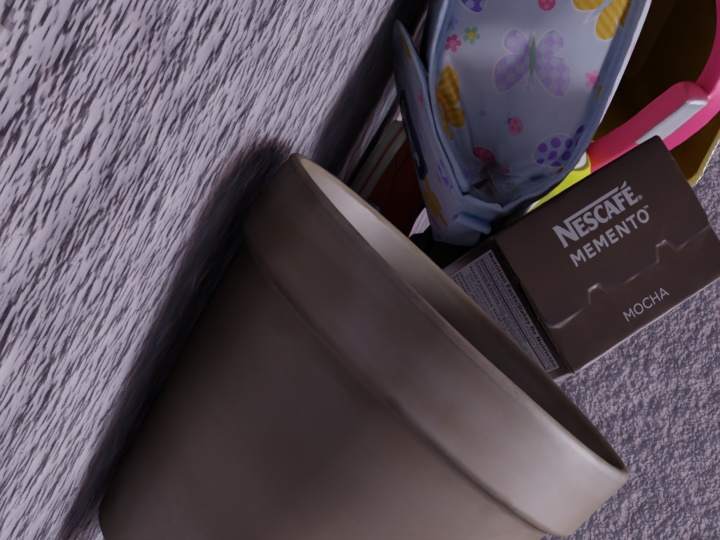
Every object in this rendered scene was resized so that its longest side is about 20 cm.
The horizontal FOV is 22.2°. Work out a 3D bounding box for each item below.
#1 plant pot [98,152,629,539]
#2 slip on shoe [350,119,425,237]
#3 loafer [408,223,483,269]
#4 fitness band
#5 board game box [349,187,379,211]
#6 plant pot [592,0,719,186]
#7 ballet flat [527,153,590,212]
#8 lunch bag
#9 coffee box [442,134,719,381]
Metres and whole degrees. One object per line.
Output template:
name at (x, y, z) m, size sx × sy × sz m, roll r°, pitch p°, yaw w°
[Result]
plant pot at (-0.013, 0.079, 0.790) m, size 0.174 × 0.200 × 0.200 m, roll -47°, pitch 178°, yaw 7°
slip on shoe at (0.000, 0.000, 1.158) m, size 0.201 × 0.061 × 0.074 m, roll -60°, pitch 177°, yaw -16°
loafer at (0.072, -0.016, 1.146) m, size 0.200 × 0.063 × 0.072 m, roll -54°, pitch 160°, yaw -38°
fitness band at (0.163, -0.141, 1.116) m, size 0.200 × 0.037 × 0.145 m, roll -36°, pitch -121°, yaw 52°
board game box at (-0.021, 0.036, 1.022) m, size 0.159 × 0.039 × 0.200 m, roll -63°, pitch 167°, yaw 0°
plant pot at (0.179, -0.204, 1.298) m, size 0.177 × 0.199 × 0.201 m, roll -90°, pitch -155°, yaw -75°
ballet flat at (0.097, -0.100, 1.129) m, size 0.067 × 0.066 × 0.201 m, roll -61°, pitch -141°, yaw 34°
lunch bag at (0.081, -0.115, 1.001) m, size 0.170 × 0.126 × 0.202 m, roll 86°, pitch 22°, yaw -86°
coffee box at (0.097, 0.012, 0.983) m, size 0.113 × 0.080 × 0.200 m, roll -30°, pitch 177°, yaw -22°
